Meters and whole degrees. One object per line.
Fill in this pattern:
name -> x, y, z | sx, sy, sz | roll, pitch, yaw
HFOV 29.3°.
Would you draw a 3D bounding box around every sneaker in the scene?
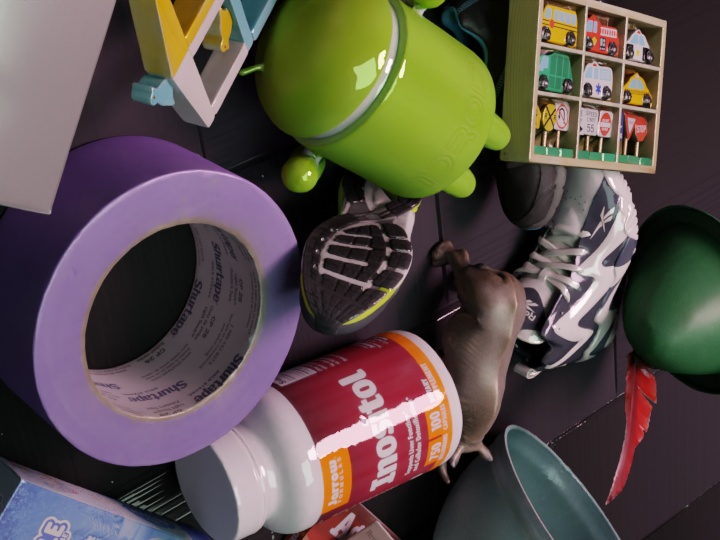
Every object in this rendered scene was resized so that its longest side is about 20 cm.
sneaker -> 0.000, 0.000, 0.968 | 0.200, 0.073, 0.081 | -62, 167, -61
sneaker -> 0.161, 0.004, 1.157 | 0.129, 0.079, 0.200 | -28, 136, -39
sneaker -> 0.105, -0.123, 1.064 | 0.082, 0.073, 0.201 | -21, 112, -29

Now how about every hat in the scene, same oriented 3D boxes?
hat -> 0.232, 0.050, 1.171 | 0.175, 0.200, 0.166 | -13, 130, -28

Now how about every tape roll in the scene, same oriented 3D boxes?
tape roll -> -0.141, 0.019, 0.899 | 0.199, 0.085, 0.201 | -18, 120, -35

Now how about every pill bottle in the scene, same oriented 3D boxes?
pill bottle -> -0.031, 0.125, 1.022 | 0.199, 0.113, 0.114 | -20, 121, -33

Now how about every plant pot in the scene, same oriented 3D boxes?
plant pot -> 0.137, 0.255, 1.193 | 0.134, 0.201, 0.200 | -39, 136, 14

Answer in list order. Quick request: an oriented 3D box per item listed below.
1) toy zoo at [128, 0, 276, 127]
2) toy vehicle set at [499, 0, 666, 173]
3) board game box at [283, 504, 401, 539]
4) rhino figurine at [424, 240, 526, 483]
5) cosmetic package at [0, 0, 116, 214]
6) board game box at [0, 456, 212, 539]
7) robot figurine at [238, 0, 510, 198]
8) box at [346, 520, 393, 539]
toy zoo -> -0.085, -0.179, 0.823 | 0.131, 0.020, 0.201 | 75, 35, -58
toy vehicle set -> 0.174, -0.141, 1.055 | 0.199, 0.026, 0.125 | -2, 96, -52
board game box -> -0.002, 0.266, 1.178 | 0.103, 0.019, 0.200 | -52, 134, -11
rhino figurine -> 0.085, 0.083, 1.122 | 0.060, 0.087, 0.201 | -4, 112, -39
cosmetic package -> -0.199, -0.143, 0.760 | 0.090, 0.107, 0.201 | 8, 105, -43
board game box -> -0.219, 0.252, 0.964 | 0.199, 0.043, 0.201 | 31, 87, -43
robot figurine -> 0.012, -0.123, 0.940 | 0.199, 0.116, 0.176 | 26, 107, -40
box -> -0.037, 0.300, 1.089 | 0.199, 0.095, 0.078 | -33, 131, -15
